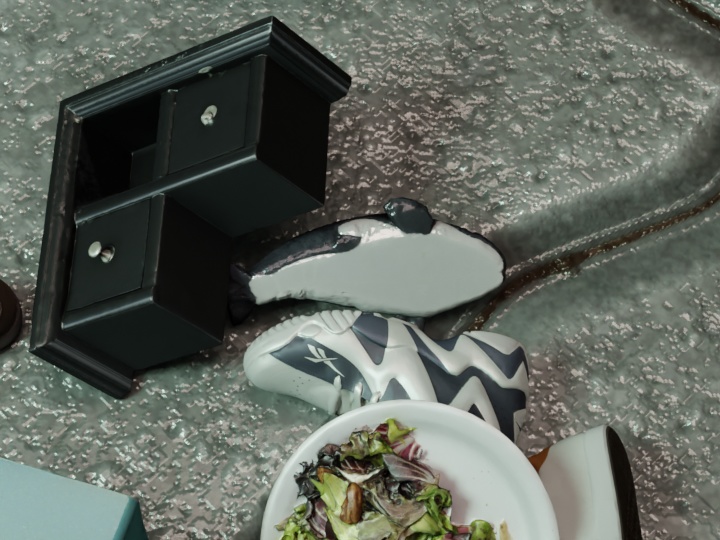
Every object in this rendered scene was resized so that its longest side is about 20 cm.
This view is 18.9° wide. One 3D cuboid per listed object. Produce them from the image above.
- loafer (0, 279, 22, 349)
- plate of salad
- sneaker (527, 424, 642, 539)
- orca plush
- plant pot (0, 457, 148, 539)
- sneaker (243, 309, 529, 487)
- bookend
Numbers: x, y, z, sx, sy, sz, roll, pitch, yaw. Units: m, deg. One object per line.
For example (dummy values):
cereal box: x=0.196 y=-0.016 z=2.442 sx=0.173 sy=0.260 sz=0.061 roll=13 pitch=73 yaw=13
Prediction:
loafer: x=-0.328 y=0.047 z=1.474 sx=0.199 sy=0.071 sz=0.073 roll=-30 pitch=68 yaw=-18
plate of salad: x=0.030 y=0.185 z=1.401 sx=0.198 sy=0.048 sz=0.202 roll=0 pitch=93 yaw=9
sneaker: x=0.146 y=0.203 z=1.433 sx=0.084 sy=0.073 sz=0.201 roll=-19 pitch=48 yaw=19
orca plush: x=0.000 y=0.000 z=1.546 sx=0.198 sy=0.071 sz=0.106 roll=-19 pitch=110 yaw=-3
plant pot: x=-0.232 y=0.233 z=1.351 sx=0.140 sy=0.141 sz=0.201 roll=16 pitch=70 yaw=4
sneaker: x=0.018 y=0.105 z=1.466 sx=0.197 sy=0.080 sz=0.130 roll=9 pitch=53 yaw=-11
bookend: x=-0.115 y=-0.039 z=1.467 sx=0.198 sy=0.092 sz=0.202 roll=-16 pitch=57 yaw=34
